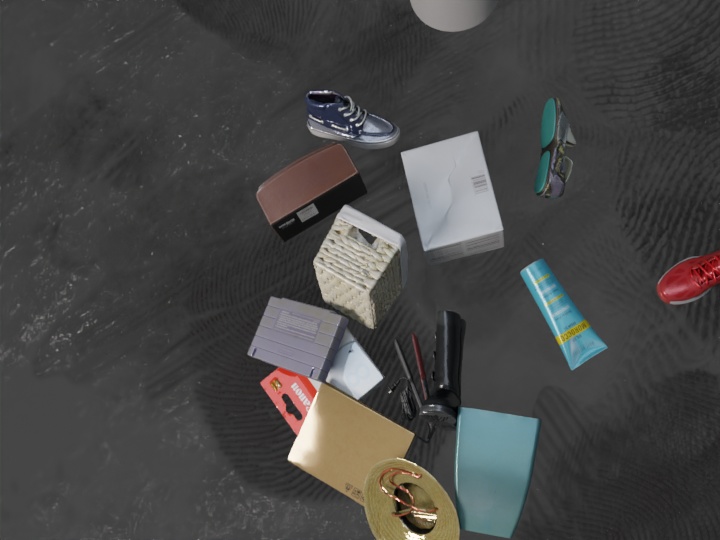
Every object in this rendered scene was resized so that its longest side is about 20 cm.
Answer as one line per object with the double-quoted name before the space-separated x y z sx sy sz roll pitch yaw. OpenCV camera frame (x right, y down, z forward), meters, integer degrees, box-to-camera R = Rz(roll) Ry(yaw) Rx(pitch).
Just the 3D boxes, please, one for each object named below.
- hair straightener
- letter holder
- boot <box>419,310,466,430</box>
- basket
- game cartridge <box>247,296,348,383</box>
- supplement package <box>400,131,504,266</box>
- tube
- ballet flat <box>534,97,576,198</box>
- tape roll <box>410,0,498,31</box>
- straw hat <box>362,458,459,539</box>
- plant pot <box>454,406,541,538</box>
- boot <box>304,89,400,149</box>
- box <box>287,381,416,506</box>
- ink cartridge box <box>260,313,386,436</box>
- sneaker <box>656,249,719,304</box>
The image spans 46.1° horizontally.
"hair straightener" 0.091 0.222 1.572 0.076 0.041 0.203 -15 77 6
"letter holder" -0.109 -0.179 1.682 0.198 0.101 0.143 -30 70 1
"boot" 0.151 0.168 1.498 0.065 0.165 0.203 5 72 12
"basket" 0.000 0.000 1.542 0.134 0.201 0.124 29 70 16
"game cartridge" -0.118 0.125 1.594 0.198 0.038 0.131 13 72 42
"supplement package" 0.177 -0.134 1.611 0.153 0.111 0.203 -14 73 7
"tube" 0.367 0.076 1.557 0.077 0.050 0.202 -32 77 8
"ballet flat" 0.379 -0.231 1.633 0.071 0.072 0.204 7 76 12
"tape roll" 0.189 -0.613 1.726 0.199 0.139 0.206 -3 74 10
"straw hat" 0.104 0.406 1.484 0.198 0.085 0.205 9 108 29
"plant pot" 0.229 0.346 1.462 0.139 0.141 0.204 7 83 12
"boot" -0.019 -0.305 1.696 0.197 0.091 0.074 9 57 12
"box" -0.017 0.321 1.544 0.198 0.021 0.165 27 96 15
"ink cartridge box" -0.075 0.205 1.596 0.199 0.047 0.161 -39 72 -3
"sneaker" 0.623 -0.011 1.494 0.198 0.116 0.079 -28 72 2
